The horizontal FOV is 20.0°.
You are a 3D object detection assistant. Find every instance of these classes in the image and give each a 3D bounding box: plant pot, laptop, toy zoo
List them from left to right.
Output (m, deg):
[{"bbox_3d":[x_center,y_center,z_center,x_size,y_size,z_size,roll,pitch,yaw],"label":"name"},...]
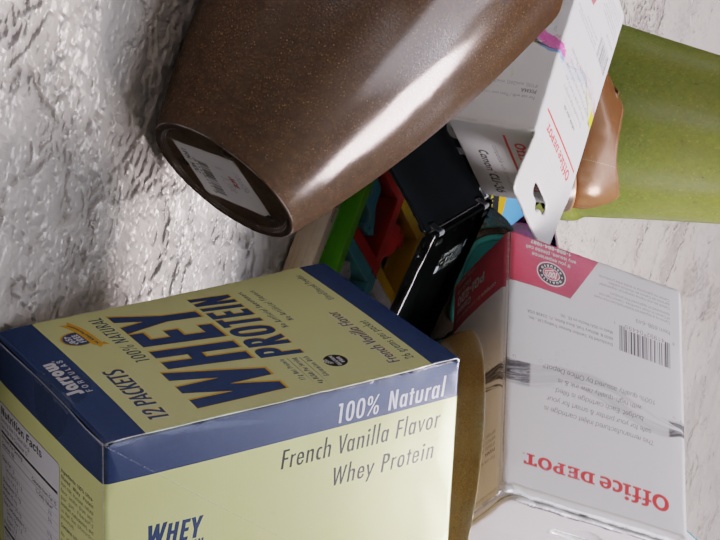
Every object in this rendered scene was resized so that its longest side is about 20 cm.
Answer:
[{"bbox_3d":[-0.019,-0.124,1.124,0.201,0.186,0.187,-53,151,-18],"label":"plant pot"},{"bbox_3d":[0.000,0.000,1.403,0.200,0.020,0.132,59,47,-60],"label":"toy zoo"},{"bbox_3d":[0.008,-0.035,1.320,0.201,0.115,0.187,-65,170,14],"label":"laptop"},{"bbox_3d":[0.042,0.135,1.303,0.200,0.027,0.202,-170,-90,-83],"label":"plant pot"},{"bbox_3d":[0.248,-0.119,1.731,0.200,0.183,0.202,13,90,-68],"label":"plant pot"}]

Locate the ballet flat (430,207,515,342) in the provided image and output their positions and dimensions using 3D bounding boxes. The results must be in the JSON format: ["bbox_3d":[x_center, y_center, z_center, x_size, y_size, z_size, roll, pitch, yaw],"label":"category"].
[{"bbox_3d":[0.064,0.029,1.504,0.074,0.074,0.201,-44,160,-54],"label":"ballet flat"}]

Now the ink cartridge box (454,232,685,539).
[{"bbox_3d":[0.138,0.096,1.373,0.085,0.145,0.201,-47,-149,48],"label":"ink cartridge box"}]

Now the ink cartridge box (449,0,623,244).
[{"bbox_3d":[0.119,-0.126,1.425,0.117,0.067,0.201,56,48,-59],"label":"ink cartridge box"}]

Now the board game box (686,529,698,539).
[{"bbox_3d":[0.151,0.225,1.415,0.153,0.040,0.201,43,48,-18],"label":"board game box"}]

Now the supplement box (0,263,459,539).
[{"bbox_3d":[-0.070,0.127,1.038,0.199,0.134,0.201,-12,117,-30],"label":"supplement box"}]

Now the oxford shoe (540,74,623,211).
[{"bbox_3d":[0.175,-0.149,1.640,0.071,0.071,0.202,-177,-97,-74],"label":"oxford shoe"}]

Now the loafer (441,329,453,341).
[{"bbox_3d":[0.075,0.138,1.421,0.076,0.067,0.202,119,-19,-68],"label":"loafer"}]

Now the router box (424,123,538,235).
[{"bbox_3d":[0.101,-0.130,1.539,0.149,0.051,0.202,-37,135,-58],"label":"router box"}]

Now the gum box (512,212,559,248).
[{"bbox_3d":[0.140,0.071,1.606,0.114,0.066,0.201,70,11,-60],"label":"gum box"}]
